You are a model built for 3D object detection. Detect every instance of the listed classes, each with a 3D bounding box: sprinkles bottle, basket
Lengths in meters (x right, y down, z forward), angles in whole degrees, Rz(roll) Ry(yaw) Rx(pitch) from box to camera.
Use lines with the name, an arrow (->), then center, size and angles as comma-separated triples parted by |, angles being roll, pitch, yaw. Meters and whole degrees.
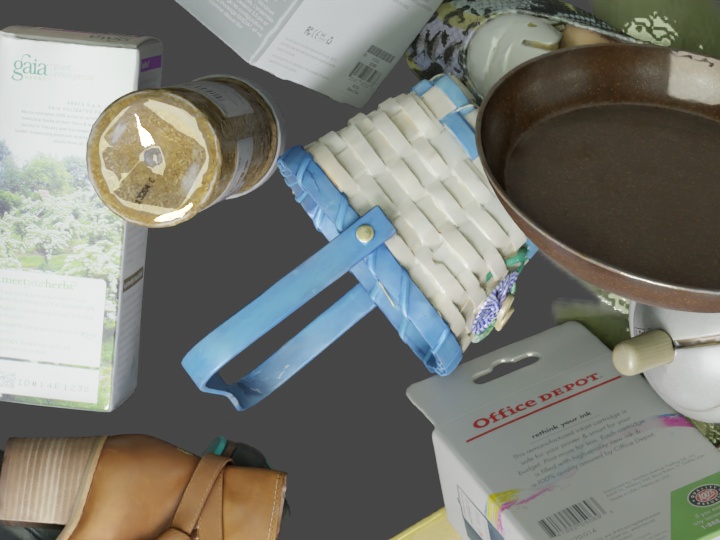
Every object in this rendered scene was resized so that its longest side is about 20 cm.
sprinkles bottle -> -0.086, -0.064, 1.255 | 0.068, 0.200, 0.069 | 1, 97, 8
basket -> 0.000, 0.000, 1.265 | 0.200, 0.176, 0.139 | -35, 83, 1

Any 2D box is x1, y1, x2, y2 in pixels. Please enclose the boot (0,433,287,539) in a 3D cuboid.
boot -> -0.120, 0.188, 1.294 | 0.155, 0.077, 0.201 | 6, 81, 0

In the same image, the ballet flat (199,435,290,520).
ballet flat -> -0.115, 0.181, 1.356 | 0.068, 0.068, 0.200 | 43, 100, -10

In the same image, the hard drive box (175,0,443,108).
hard drive box -> 0.007, -0.193, 1.246 | 0.077, 0.156, 0.200 | 41, 99, 19

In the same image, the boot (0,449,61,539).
boot -> -0.269, 0.180, 1.370 | 0.165, 0.066, 0.200 | 35, 94, 15

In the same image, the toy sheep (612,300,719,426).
toy sheep -> 0.207, 0.023, 1.249 | 0.138, 0.199, 0.138 | 13, 106, 51

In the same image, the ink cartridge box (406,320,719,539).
ink cartridge box -> 0.115, 0.115, 1.265 | 0.117, 0.200, 0.068 | -21, 125, -15

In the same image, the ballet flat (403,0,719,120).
ballet flat -> 0.118, -0.103, 1.291 | 0.200, 0.072, 0.072 | 17, 98, 6

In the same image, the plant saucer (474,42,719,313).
plant saucer -> 0.151, -0.042, 1.184 | 0.200, 0.200, 0.035 | 16, 129, 5

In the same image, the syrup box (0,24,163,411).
syrup box -> -0.158, -0.030, 1.328 | 0.078, 0.081, 0.201 | 6, 97, 5

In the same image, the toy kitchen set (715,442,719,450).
toy kitchen set -> 0.218, 0.180, 1.254 | 0.200, 0.180, 0.163 | -39, 89, 10

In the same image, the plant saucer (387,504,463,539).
plant saucer -> 0.041, 0.248, 1.322 | 0.200, 0.048, 0.200 | -30, 81, -7
